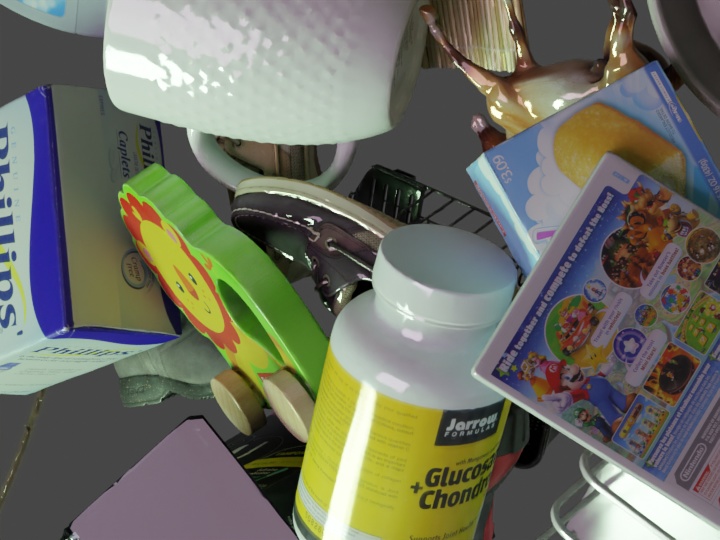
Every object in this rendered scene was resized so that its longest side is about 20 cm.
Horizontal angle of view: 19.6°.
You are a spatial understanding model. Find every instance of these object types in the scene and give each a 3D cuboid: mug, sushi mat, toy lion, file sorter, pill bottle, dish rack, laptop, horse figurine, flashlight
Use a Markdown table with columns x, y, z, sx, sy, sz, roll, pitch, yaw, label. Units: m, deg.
| x | y | z | sx | sy | sz | roll | pitch | yaw | label |
| --- | --- | --- | --- | --- | --- | --- | --- | --- | --- |
| -0.055 | -0.130 | 1.317 | 0.175 | 0.148 | 0.200 | 14 | 125 | 11 | mug |
| 0.052 | -0.221 | 1.296 | 0.096 | 0.012 | 0.200 | 5 | 113 | 39 | sushi mat |
| -0.087 | 0.015 | 1.368 | 0.192 | 0.069 | 0.200 | 57 | 163 | -9 | toy lion |
| 0.190 | 0.162 | 1.285 | 0.139 | 0.124 | 0.200 | 39 | 129 | 19 | file sorter |
| 0.030 | 0.079 | 1.225 | 0.112 | 0.112 | 0.200 | 28 | 122 | 27 | pill bottle |
| 0.060 | 0.023 | 1.376 | 0.200 | 0.055 | 0.154 | 26 | 124 | 28 | dish rack |
| -0.104 | 0.215 | 1.355 | 0.177 | 0.103 | 0.200 | 51 | 158 | 10 | laptop |
| 0.128 | -0.124 | 1.249 | 0.200 | 0.050 | 0.133 | -14 | 113 | 36 | horse figurine |
| 0.075 | 0.162 | 1.353 | 0.068 | 0.068 | 0.200 | -1 | 121 | 1 | flashlight |

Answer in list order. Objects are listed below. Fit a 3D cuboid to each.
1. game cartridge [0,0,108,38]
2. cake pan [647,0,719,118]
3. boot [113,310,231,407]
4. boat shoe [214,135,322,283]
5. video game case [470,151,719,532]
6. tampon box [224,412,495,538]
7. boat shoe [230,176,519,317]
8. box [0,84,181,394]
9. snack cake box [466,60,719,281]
| x | y | z | sx | sy | sz | roll | pitch | yaw | label |
| --- | --- | --- | --- | --- | --- | --- | --- | --- | --- |
| -0.232 | -0.248 | 1.503 | 0.200 | 0.040 | 0.133 | 28 | 129 | 27 | game cartridge |
| 0.252 | -0.162 | 1.129 | 0.200 | 0.037 | 0.200 | 12 | 115 | 28 | cake pan |
| -0.124 | 0.025 | 1.522 | 0.200 | 0.070 | 0.132 | -11 | 97 | 37 | boot |
| -0.071 | -0.086 | 1.412 | 0.072 | 0.065 | 0.200 | 2 | 109 | 55 | boat shoe |
| 0.180 | 0.048 | 1.119 | 0.200 | 0.143 | 0.018 | 32 | 174 | 1 | video game case |
| -0.036 | 0.172 | 1.423 | 0.150 | 0.200 | 0.126 | -12 | 101 | 41 | tampon box |
| 0.000 | 0.000 | 1.306 | 0.200 | 0.065 | 0.072 | 23 | 161 | 17 | boat shoe |
| -0.236 | -0.018 | 1.518 | 0.200 | 0.105 | 0.184 | -21 | 71 | 43 | box |
| 0.158 | 0.000 | 1.167 | 0.200 | 0.115 | 0.067 | 61 | 172 | 2 | snack cake box |
